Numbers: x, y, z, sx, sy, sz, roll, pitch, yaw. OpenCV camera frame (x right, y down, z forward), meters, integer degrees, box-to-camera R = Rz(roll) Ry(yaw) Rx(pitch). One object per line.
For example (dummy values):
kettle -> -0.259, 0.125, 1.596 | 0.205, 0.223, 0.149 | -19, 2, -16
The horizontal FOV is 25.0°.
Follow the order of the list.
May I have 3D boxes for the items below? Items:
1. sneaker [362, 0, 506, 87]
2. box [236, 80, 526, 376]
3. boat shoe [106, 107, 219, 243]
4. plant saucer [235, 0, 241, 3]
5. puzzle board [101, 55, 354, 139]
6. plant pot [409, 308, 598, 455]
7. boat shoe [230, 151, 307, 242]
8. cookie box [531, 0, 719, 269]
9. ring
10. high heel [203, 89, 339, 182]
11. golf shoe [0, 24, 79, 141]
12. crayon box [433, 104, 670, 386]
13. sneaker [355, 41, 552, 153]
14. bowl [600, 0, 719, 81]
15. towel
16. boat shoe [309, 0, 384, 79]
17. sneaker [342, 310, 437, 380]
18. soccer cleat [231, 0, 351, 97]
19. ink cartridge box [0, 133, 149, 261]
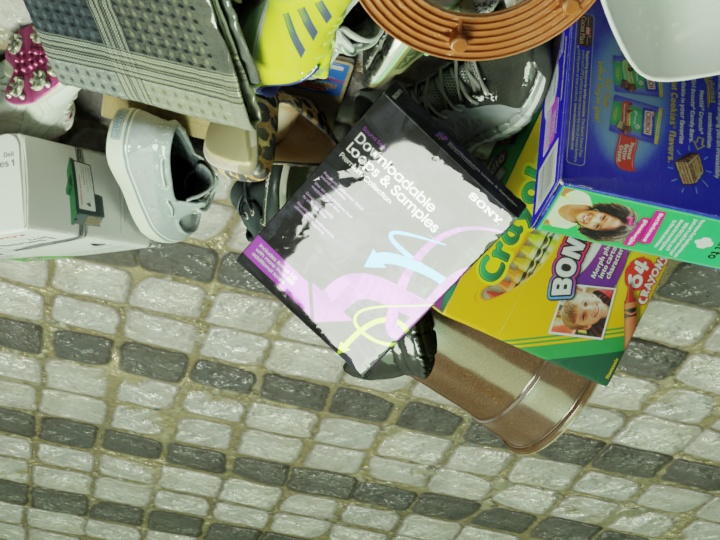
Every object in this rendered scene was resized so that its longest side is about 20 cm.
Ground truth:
sneaker -> 0.065, -0.190, 1.212 | 0.088, 0.078, 0.200 | 12, 153, -24
box -> 0.014, -0.029, 1.278 | 0.143, 0.036, 0.200 | 42, 117, -2
boat shoe -> -0.165, -0.076, 1.435 | 0.071, 0.071, 0.201 | 11, 159, 14
plant saucer -> -0.140, -0.253, 1.170 | 0.198, 0.048, 0.200 | 13, 150, -9
puzzle board -> -0.114, -0.156, 1.363 | 0.198, 0.018, 0.151 | 11, 149, -7
plant pot -> 0.104, 0.035, 1.480 | 0.197, 0.201, 0.200 | 27, 146, -16
boat shoe -> -0.083, -0.061, 1.450 | 0.066, 0.075, 0.199 | 14, 170, 4
cookie box -> 0.239, -0.099, 1.220 | 0.198, 0.172, 0.075 | 12, 153, -6
ring -> 0.084, -0.229, 1.095 | 0.198, 0.019, 0.202 | -4, 125, -5
high heel -> -0.053, -0.097, 1.270 | 0.142, 0.200, 0.072 | 29, 108, -26
golf shoe -> -0.268, -0.152, 1.365 | 0.091, 0.076, 0.199 | 18, 156, -40
crayon box -> 0.170, -0.029, 1.339 | 0.172, 0.201, 0.058 | 23, -175, -26
sneaker -> 0.059, -0.131, 1.274 | 0.115, 0.076, 0.200 | 0, 157, -29
bowl -> 0.254, -0.223, 1.079 | 0.198, 0.075, 0.200 | -13, 146, 15
towel -> -0.164, -0.191, 1.144 | 0.199, 0.035, 0.193 | 17, 144, 29
boat shoe -> -0.014, -0.189, 1.192 | 0.067, 0.073, 0.200 | 49, 153, 13
sneaker -> 0.000, 0.000, 1.352 | 0.090, 0.202, 0.076 | -12, -175, 18
soccer cleat -> -0.039, -0.174, 1.127 | 0.084, 0.065, 0.200 | 43, 152, -15
ink cartridge box -> -0.298, -0.060, 1.427 | 0.145, 0.085, 0.200 | -6, 175, 23
